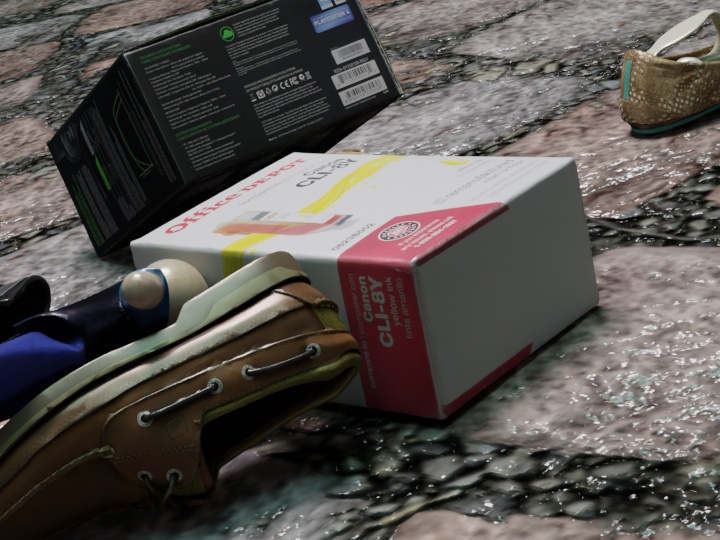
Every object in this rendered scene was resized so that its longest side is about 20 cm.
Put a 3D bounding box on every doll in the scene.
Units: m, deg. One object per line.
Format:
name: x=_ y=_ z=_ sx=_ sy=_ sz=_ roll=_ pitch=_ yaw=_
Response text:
doll: x=-0.136 y=0.037 z=0.725 sx=0.136 sy=0.049 sz=0.199 roll=-42 pitch=-11 yaw=36

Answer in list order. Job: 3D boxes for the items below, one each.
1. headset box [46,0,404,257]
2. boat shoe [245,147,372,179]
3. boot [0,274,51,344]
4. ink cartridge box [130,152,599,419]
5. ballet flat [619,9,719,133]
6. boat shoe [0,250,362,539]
headset box: x=-0.098 y=-0.099 z=1.072 sx=0.173 sy=0.093 sz=0.200 roll=-25 pitch=-2 yaw=-28
boat shoe: x=0.003 y=-0.046 z=0.975 sx=0.064 sy=0.072 sz=0.199 roll=-26 pitch=22 yaw=-31
boot: x=-0.246 y=0.015 z=0.999 sx=0.130 sy=0.070 sz=0.200 roll=-2 pitch=33 yaw=23
ink cartridge box: x=0.000 y=0.000 z=0.828 sx=0.199 sy=0.084 sz=0.145 roll=4 pitch=26 yaw=41
ballet flat: x=0.265 y=-0.155 z=1.110 sx=0.199 sy=0.066 sz=0.070 roll=-23 pitch=21 yaw=-25
boat shoe: x=-0.090 y=0.072 z=0.701 sx=0.199 sy=0.068 sz=0.072 roll=-37 pitch=-20 yaw=-10
